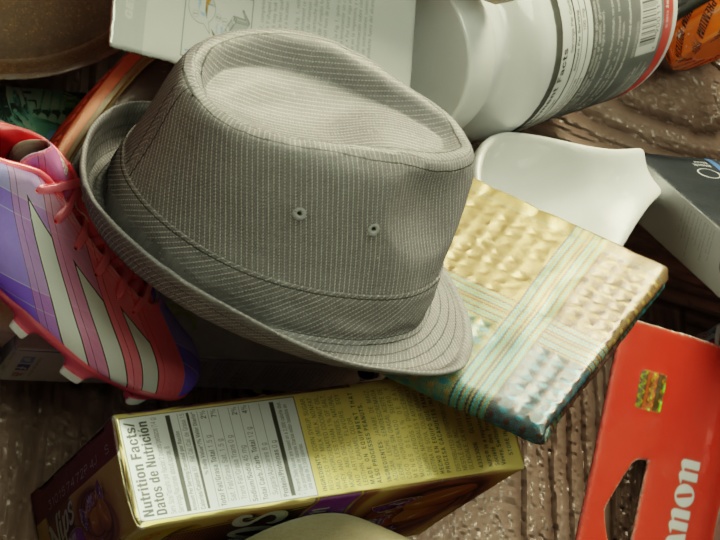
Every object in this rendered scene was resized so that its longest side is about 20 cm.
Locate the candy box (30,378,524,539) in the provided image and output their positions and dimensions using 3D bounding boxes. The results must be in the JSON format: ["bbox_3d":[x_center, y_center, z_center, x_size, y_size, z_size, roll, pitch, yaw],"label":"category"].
[{"bbox_3d":[-0.039,0.097,1.250,0.199,0.117,0.057,-5,72,-28],"label":"candy box"}]

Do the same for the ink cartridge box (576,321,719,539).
[{"bbox_3d":[0.197,0.138,1.401,0.173,0.043,0.201,15,83,-29],"label":"ink cartridge box"}]

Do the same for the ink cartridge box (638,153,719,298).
[{"bbox_3d":[0.225,-0.010,1.454,0.099,0.039,0.200,4,23,-23],"label":"ink cartridge box"}]

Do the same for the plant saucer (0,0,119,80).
[{"bbox_3d":[-0.167,-0.173,1.309,0.199,0.037,0.201,1,65,-2],"label":"plant saucer"}]

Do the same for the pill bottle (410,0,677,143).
[{"bbox_3d":[0.072,-0.131,1.421,0.200,0.116,0.116,-20,81,-52],"label":"pill bottle"}]

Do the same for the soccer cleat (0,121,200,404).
[{"bbox_3d":[-0.136,-0.014,1.187,0.200,0.076,0.067,39,15,-24],"label":"soccer cleat"}]

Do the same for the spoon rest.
[{"bbox_3d":[0.109,-0.033,1.414,0.100,0.060,0.200,65,27,0],"label":"spoon rest"}]

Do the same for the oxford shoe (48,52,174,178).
[{"bbox_3d":[-0.087,-0.072,1.282,0.073,0.071,0.200,46,51,-3],"label":"oxford shoe"}]

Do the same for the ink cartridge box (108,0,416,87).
[{"bbox_3d":[-0.048,-0.178,1.271,0.173,0.043,0.201,11,78,-36],"label":"ink cartridge box"}]

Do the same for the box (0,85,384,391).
[{"bbox_3d":[-0.087,-0.014,1.312,0.199,0.036,0.145,4,61,-28],"label":"box"}]

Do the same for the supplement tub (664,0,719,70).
[{"bbox_3d":[0.181,-0.225,1.557,0.122,0.122,0.201,-18,81,-38],"label":"supplement tub"}]

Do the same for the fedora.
[{"bbox_3d":[-0.021,-0.042,1.180,0.199,0.091,0.177,17,31,-22],"label":"fedora"}]

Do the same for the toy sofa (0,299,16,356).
[{"bbox_3d":[-0.198,0.097,1.167,0.083,0.098,0.201,19,59,-26],"label":"toy sofa"}]

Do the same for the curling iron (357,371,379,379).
[{"bbox_3d":[0.032,-0.003,1.348,0.050,0.026,0.200,49,30,-11],"label":"curling iron"}]

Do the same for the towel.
[{"bbox_3d":[0.029,0.001,1.275,0.199,0.022,0.147,26,44,18],"label":"towel"}]

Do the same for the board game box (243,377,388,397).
[{"bbox_3d":[0.000,0.000,1.395,0.105,0.023,0.200,47,52,-4],"label":"board game box"}]

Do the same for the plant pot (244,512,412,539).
[{"bbox_3d":[-0.014,0.189,1.205,0.200,0.200,0.135,-8,57,-36],"label":"plant pot"}]

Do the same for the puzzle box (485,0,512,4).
[{"bbox_3d":[0.006,-0.216,1.275,0.199,0.025,0.134,15,77,-37],"label":"puzzle box"}]

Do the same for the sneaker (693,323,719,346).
[{"bbox_3d":[0.225,0.035,1.502,0.112,0.071,0.201,36,55,-20],"label":"sneaker"}]
